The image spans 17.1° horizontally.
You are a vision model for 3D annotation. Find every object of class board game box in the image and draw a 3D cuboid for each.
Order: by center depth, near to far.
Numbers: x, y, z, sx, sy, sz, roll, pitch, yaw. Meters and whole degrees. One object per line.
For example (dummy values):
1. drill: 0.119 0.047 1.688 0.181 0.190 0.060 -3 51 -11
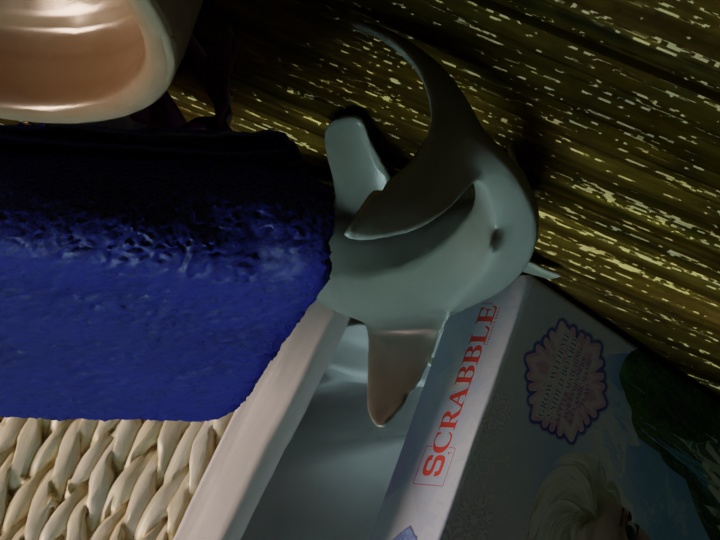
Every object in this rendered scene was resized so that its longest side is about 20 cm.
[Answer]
1. board game box: 0.084 0.133 0.893 0.199 0.201 0.041 32 160 -35

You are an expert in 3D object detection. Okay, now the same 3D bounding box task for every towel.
1. towel: -0.118 -0.003 0.676 0.199 0.050 0.148 5 157 -17

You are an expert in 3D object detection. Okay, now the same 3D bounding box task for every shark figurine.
1. shark figurine: 0.017 0.003 0.761 0.128 0.090 0.214 24 166 -13

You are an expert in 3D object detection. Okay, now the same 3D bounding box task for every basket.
1. basket: -0.059 0.082 0.925 0.123 0.200 0.136 19 165 30

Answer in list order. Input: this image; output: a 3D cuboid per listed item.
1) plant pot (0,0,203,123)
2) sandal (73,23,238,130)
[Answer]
1. plant pot: -0.118 -0.118 0.520 0.200 0.093 0.201 19 165 5
2. sandal: -0.059 -0.055 0.711 0.050 0.083 0.203 -15 160 3
